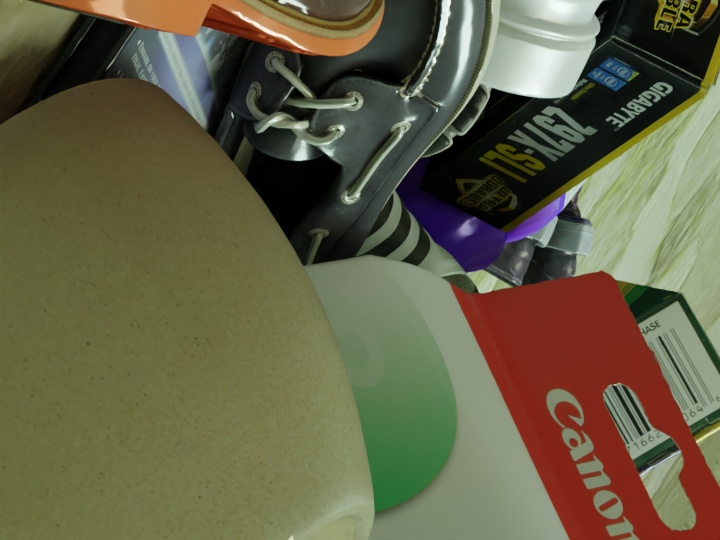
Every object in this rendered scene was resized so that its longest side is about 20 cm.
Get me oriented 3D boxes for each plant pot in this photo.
[{"bbox_3d":[-0.076,0.063,0.867,0.200,0.134,0.200,-44,162,-18],"label":"plant pot"}]

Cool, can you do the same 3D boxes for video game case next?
[{"bbox_3d":[-0.062,-0.068,0.951,0.200,0.019,0.143,-57,168,-11],"label":"video game case"}]

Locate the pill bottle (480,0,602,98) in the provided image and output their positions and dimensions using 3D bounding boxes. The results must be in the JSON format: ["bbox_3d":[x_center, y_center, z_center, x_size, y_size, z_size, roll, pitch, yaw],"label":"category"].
[{"bbox_3d":[0.074,-0.167,1.008,0.200,0.112,0.112,-66,166,20],"label":"pill bottle"}]

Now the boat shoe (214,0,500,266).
[{"bbox_3d":[-0.011,-0.051,0.985,0.063,0.073,0.200,-51,171,-46],"label":"boat shoe"}]

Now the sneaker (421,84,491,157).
[{"bbox_3d":[0.053,-0.139,1.130,0.200,0.078,0.090,-57,179,6],"label":"sneaker"}]

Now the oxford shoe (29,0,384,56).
[{"bbox_3d":[-0.038,-0.103,0.821,0.200,0.071,0.073,-4,109,-69],"label":"oxford shoe"}]

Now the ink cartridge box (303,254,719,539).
[{"bbox_3d":[0.048,0.068,1.003,0.200,0.161,0.050,-11,153,-30],"label":"ink cartridge box"}]

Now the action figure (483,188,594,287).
[{"bbox_3d":[0.114,-0.086,1.484,0.200,0.069,0.130,-63,160,-1],"label":"action figure"}]

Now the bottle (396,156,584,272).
[{"bbox_3d":[0.059,-0.056,1.290,0.200,0.083,0.065,-50,156,-38],"label":"bottle"}]

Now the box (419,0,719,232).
[{"bbox_3d":[0.101,-0.117,1.165,0.160,0.049,0.200,-68,-167,-22],"label":"box"}]

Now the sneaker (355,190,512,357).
[{"bbox_3d":[0.000,0.000,1.161,0.076,0.116,0.200,-30,179,-12],"label":"sneaker"}]

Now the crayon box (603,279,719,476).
[{"bbox_3d":[0.042,0.077,1.182,0.200,0.058,0.173,-30,-175,-3],"label":"crayon box"}]
